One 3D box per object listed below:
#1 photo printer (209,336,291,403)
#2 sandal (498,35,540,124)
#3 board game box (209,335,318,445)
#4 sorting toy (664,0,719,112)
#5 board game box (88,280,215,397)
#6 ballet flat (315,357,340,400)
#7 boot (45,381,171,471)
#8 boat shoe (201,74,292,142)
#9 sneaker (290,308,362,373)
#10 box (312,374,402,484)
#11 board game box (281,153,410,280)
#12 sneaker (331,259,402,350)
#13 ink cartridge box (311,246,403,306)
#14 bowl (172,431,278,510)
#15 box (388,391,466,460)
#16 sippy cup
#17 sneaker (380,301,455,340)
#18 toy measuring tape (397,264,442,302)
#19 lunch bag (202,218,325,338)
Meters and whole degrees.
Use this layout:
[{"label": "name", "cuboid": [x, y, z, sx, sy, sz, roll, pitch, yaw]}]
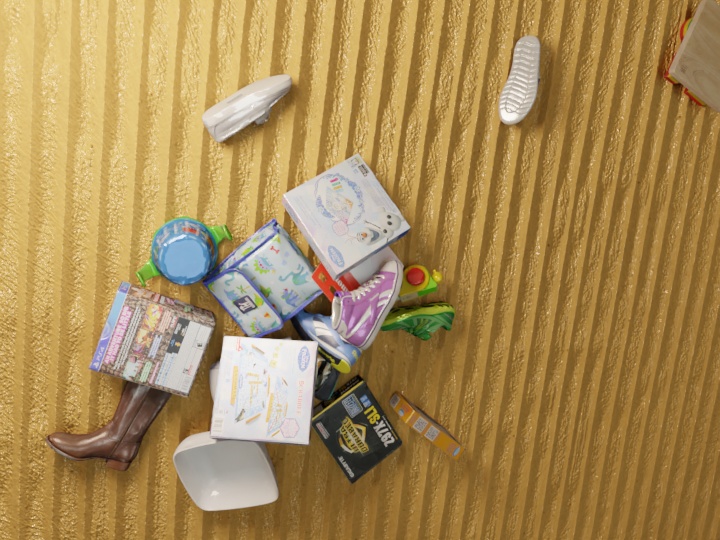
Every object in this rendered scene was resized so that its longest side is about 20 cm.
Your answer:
[{"label": "photo printer", "cuboid": [-0.220, 0.250, 1.248, 0.196, 0.069, 0.170, -18, 105, -7]}, {"label": "sandal", "cuboid": [0.378, -0.434, 1.333, 0.050, 0.081, 0.207, 9, 97, -62]}, {"label": "board game box", "cuboid": [-0.189, 0.240, 1.159, 0.195, 0.041, 0.204, 4, 70, 2]}, {"label": "sorting toy", "cuboid": [0.875, -0.540, 1.467, 0.197, 0.069, 0.202, 25, 91, -20]}, {"label": "board game box", "cuboid": [-0.412, 0.137, 1.158, 0.197, 0.097, 0.162, 22, 93, -20]}, {"label": "ballet flat", "cuboid": [-0.064, 0.196, 1.294, 0.072, 0.073, 0.203, 24, 94, -20]}, {"label": "boot", "cuboid": [-0.505, 0.290, 1.173, 0.185, 0.064, 0.202, 29, 93, -33]}, {"label": "boat shoe", "cuboid": [-0.217, -0.323, 1.159, 0.199, 0.072, 0.069, -36, 130, -16]}, {"label": "sneaker", "cuboid": [-0.075, 0.133, 1.248, 0.199, 0.074, 0.082, 38, 65, 19]}, {"label": "box", "cuboid": [-0.013, 0.373, 1.356, 0.158, 0.049, 0.202, -34, 108, -11]}, {"label": "board game box", "cuboid": [-0.030, -0.115, 1.202, 0.197, 0.043, 0.202, -31, 81, -23]}, {"label": "sneaker", "cuboid": [0.010, 0.048, 1.186, 0.113, 0.072, 0.203, 35, 70, -23]}, {"label": "ink cartridge box", "cuboid": [0.000, 0.000, 1.239, 0.163, 0.056, 0.201, 51, 42, -20]}, {"label": "bowl", "cuboid": [-0.279, 0.411, 1.228, 0.195, 0.075, 0.203, -10, 121, 6]}, {"label": "box", "cuboid": [0.163, 0.375, 1.375, 0.199, 0.119, 0.042, 42, 87, -19]}, {"label": "sippy cup", "cuboid": [-0.345, -0.030, 1.133, 0.138, 0.130, 0.180, 27, 92, -19]}, {"label": "sneaker", "cuboid": [0.134, 0.124, 1.344, 0.196, 0.074, 0.086, -6, 98, -17]}, {"label": "toy measuring tape", "cuboid": [0.093, 0.034, 1.330, 0.196, 0.074, 0.075, -17, 105, 4]}, {"label": "lunch bag", "cuboid": [-0.200, 0.026, 1.199, 0.199, 0.128, 0.171, -36, 111, 4]}]
